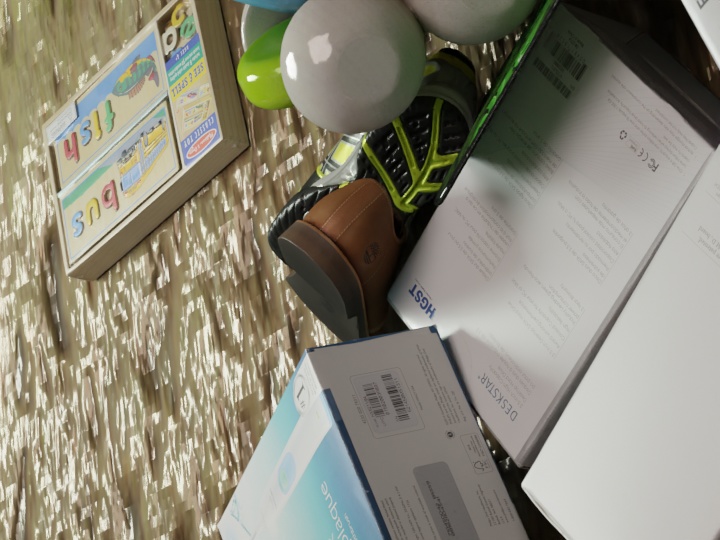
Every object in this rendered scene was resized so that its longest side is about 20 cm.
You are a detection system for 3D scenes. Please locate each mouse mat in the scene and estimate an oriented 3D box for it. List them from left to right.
[{"bbox_3d":[0.093,-0.131,1.167,0.162,0.007,0.200,-60,2,27],"label":"mouse mat"}]

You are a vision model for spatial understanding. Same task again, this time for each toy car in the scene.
[{"bbox_3d":[-0.001,-0.182,1.234,0.199,0.150,0.175,-36,21,-2],"label":"toy car"}]

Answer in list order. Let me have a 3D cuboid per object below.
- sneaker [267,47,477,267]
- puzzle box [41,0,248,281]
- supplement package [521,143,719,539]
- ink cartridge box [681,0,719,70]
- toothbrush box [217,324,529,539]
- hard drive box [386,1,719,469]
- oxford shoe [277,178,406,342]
[{"bbox_3d":[0.014,-0.058,1.317,0.200,0.075,0.077,-40,17,45],"label":"sneaker"},{"bbox_3d":[-0.158,-0.096,1.550,0.200,0.025,0.134,-38,55,38],"label":"puzzle box"},{"bbox_3d":[0.191,0.063,1.024,0.120,0.121,0.201,47,116,44],"label":"supplement package"},{"bbox_3d":[0.233,-0.099,0.979,0.075,0.164,0.201,-45,49,32],"label":"ink cartridge box"},{"bbox_3d":[0.002,0.149,1.198,0.147,0.085,0.200,67,152,27],"label":"toothbrush box"},{"bbox_3d":[0.120,-0.016,1.162,0.201,0.076,0.156,-59,43,21],"label":"hard drive box"},{"bbox_3d":[0.000,0.000,1.262,0.071,0.200,0.071,42,78,9],"label":"oxford shoe"}]
